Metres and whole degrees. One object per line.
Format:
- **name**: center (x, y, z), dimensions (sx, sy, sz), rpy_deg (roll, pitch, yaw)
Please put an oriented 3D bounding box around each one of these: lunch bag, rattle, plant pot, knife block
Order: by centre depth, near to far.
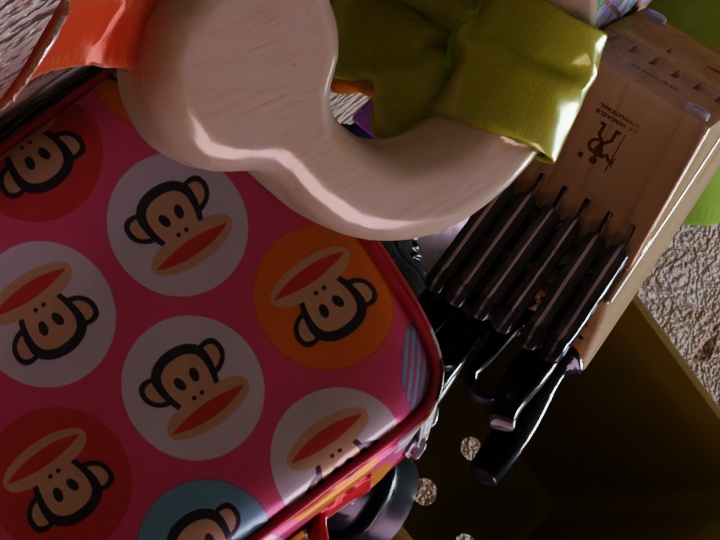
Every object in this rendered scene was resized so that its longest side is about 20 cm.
- **rattle**: center (-0.040, -0.081, 0.628), dimensions (0.200, 0.143, 0.130), rpy_deg (-12, 130, -35)
- **lunch bag**: center (-0.077, 0.045, 0.718), dimensions (0.200, 0.176, 0.082), rpy_deg (-33, 174, -10)
- **knife block**: center (0.079, -0.006, 0.922), dimensions (0.176, 0.064, 0.200), rpy_deg (-62, 169, 20)
- **plant pot**: center (0.075, 0.121, 1.327), dimensions (0.200, 0.200, 0.176), rpy_deg (-41, -171, -25)

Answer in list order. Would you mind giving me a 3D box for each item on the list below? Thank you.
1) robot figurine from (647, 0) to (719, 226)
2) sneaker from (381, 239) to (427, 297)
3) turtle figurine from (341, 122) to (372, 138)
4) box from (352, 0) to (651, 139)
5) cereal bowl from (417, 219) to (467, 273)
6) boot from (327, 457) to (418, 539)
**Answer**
- **robot figurine**: center (0.176, -0.097, 1.213), dimensions (0.176, 0.116, 0.200), rpy_deg (-51, 164, -14)
- **sneaker**: center (0.002, -0.002, 1.124), dimensions (0.060, 0.104, 0.200), rpy_deg (-38, 177, 33)
- **turtle figurine**: center (-0.062, 0.039, 0.932), dimensions (0.194, 0.144, 0.200), rpy_deg (-32, 170, -41)
- **box**: center (0.070, -0.096, 0.917), dimensions (0.137, 0.039, 0.200), rpy_deg (-52, 172, 8)
- **cereal bowl**: center (0.063, -0.040, 1.332), dimensions (0.200, 0.083, 0.200), rpy_deg (-34, 176, -3)
- **boot**: center (-0.085, 0.065, 1.134), dimensions (0.200, 0.168, 0.076), rpy_deg (17, -102, 56)
